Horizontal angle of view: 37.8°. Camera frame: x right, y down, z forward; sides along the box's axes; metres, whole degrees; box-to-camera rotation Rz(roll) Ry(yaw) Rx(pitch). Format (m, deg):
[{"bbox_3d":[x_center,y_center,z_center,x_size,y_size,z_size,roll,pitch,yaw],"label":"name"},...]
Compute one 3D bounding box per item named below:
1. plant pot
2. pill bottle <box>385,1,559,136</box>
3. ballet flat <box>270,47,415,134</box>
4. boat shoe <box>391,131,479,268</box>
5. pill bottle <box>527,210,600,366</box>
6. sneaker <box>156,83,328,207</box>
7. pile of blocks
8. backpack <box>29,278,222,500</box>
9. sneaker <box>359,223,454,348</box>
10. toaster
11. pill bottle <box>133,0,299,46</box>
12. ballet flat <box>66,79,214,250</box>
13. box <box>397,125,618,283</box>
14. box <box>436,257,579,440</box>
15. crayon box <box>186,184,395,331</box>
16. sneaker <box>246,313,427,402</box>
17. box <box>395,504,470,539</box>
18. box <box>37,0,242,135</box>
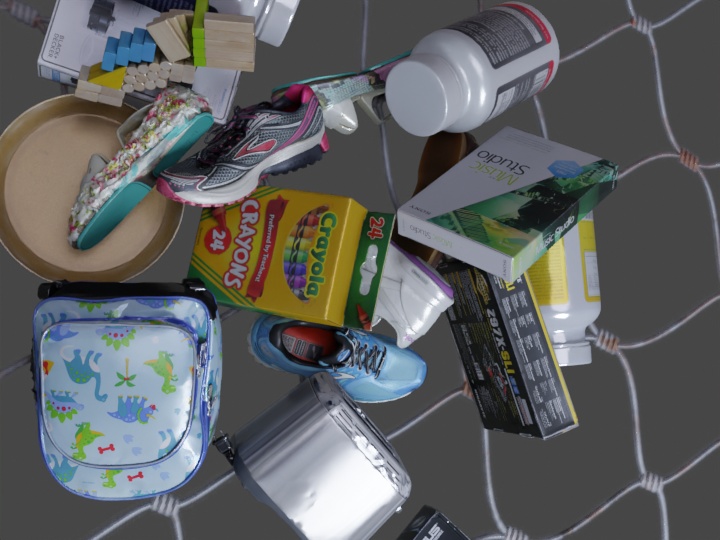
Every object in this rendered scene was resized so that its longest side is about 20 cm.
[{"bbox_3d":[-0.282,-0.081,1.087,0.199,0.027,0.201,1,86,-17],"label":"plant pot"},{"bbox_3d":[0.120,-0.214,1.138,0.200,0.111,0.111,-32,95,-41],"label":"pill bottle"},{"bbox_3d":[0.001,-0.192,1.162,0.199,0.069,0.071,-20,95,-21],"label":"ballet flat"},{"bbox_3d":[0.086,-0.060,1.174,0.070,0.070,0.201,31,82,-53],"label":"boat shoe"},{"bbox_3d":[0.210,0.006,1.182,0.111,0.112,0.201,-3,86,-17],"label":"pill bottle"},{"bbox_3d":[-0.123,-0.127,1.070,0.200,0.080,0.075,-32,131,-32],"label":"sneaker"},{"bbox_3d":[-0.188,-0.220,1.005,0.199,0.082,0.062,-12,51,14],"label":"pile of blocks"},{"bbox_3d":[-0.226,0.119,1.013,0.182,0.147,0.201,0,102,-3],"label":"backpack"},{"bbox_3d":[0.000,0.000,1.113,0.200,0.075,0.100,40,98,24],"label":"sneaker"},{"bbox_3d":[-0.042,0.195,1.072,0.129,0.114,0.200,-40,107,0],"label":"toaster"},{"bbox_3d":[-0.158,-0.298,1.039,0.199,0.111,0.112,22,80,-12],"label":"pill bottle"},{"bbox_3d":[-0.230,-0.108,1.052,0.064,0.076,0.200,43,86,13],"label":"ballet flat"},{"bbox_3d":[0.154,-0.075,1.089,0.200,0.144,0.036,-40,139,-34],"label":"box"},{"bbox_3d":[0.150,0.076,1.133,0.049,0.160,0.201,-19,90,-18],"label":"box"},{"bbox_3d":[-0.074,-0.017,1.074,0.199,0.051,0.128,8,81,22],"label":"crayon box"},{"bbox_3d":[-0.019,0.095,1.117,0.199,0.090,0.079,14,82,-16],"label":"sneaker"},{"bbox_3d":[0.070,0.385,1.145,0.160,0.044,0.200,45,75,-9],"label":"box"},{"bbox_3d":[-0.223,-0.228,1.099,0.199,0.060,0.117,16,81,-14],"label":"box"}]
